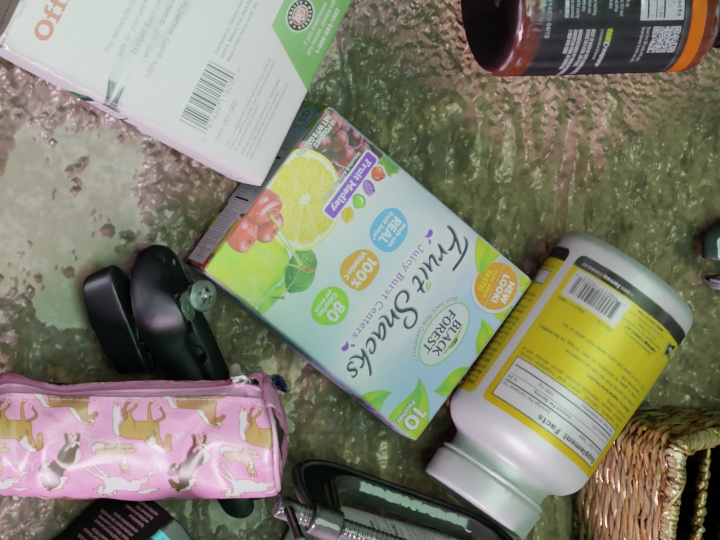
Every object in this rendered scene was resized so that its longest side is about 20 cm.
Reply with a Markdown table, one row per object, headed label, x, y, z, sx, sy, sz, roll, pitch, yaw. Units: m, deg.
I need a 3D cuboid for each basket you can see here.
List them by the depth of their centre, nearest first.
| label | x | y | z | sx | sy | sz | roll | pitch | yaw |
| --- | --- | --- | --- | --- | --- | --- | --- | --- | --- |
| basket | 0.241 | 0.204 | 1.760 | 0.142 | 0.149 | 0.201 | 3 | 95 | -21 |

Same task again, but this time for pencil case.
| label | x | y | z | sx | sy | sz | roll | pitch | yaw |
| --- | --- | --- | --- | --- | --- | --- | --- | --- | --- |
| pencil case | -0.146 | 0.106 | 1.598 | 0.199 | 0.083 | 0.087 | -2 | 83 | 4 |

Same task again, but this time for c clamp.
| label | x | y | z | sx | sy | sz | roll | pitch | yaw |
| --- | --- | --- | --- | --- | --- | --- | --- | --- | --- |
| c clamp | 0.028 | 0.178 | 1.632 | 0.199 | 0.171 | 0.027 | 19 | 103 | -19 |

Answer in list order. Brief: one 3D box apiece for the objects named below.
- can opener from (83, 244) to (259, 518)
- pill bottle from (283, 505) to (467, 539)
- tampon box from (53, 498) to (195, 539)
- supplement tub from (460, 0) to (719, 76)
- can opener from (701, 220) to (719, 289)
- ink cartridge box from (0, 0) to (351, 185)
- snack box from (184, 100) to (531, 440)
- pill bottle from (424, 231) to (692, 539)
| label | x | y | z | sx | sy | sz | roll | pitch | yaw |
| --- | --- | --- | --- | --- | --- | --- | --- | --- | --- |
| can opener | -0.111 | 0.074 | 1.662 | 0.201 | 0.078 | 0.063 | 62 | 36 | -20 |
| pill bottle | 0.045 | 0.237 | 1.706 | 0.199 | 0.114 | 0.115 | 17 | 90 | -22 |
| tampon box | -0.169 | 0.266 | 1.619 | 0.200 | 0.126 | 0.150 | -41 | 109 | -11 |
| supplement tub | 0.177 | -0.188 | 1.708 | 0.199 | 0.107 | 0.107 | -3 | 98 | -21 |
| can opener | 0.344 | -0.015 | 1.823 | 0.199 | 0.053 | 0.067 | -8 | 100 | -21 |
| ink cartridge box | -0.127 | -0.165 | 1.603 | 0.200 | 0.084 | 0.147 | 28 | 86 | -22 |
| snack box | 0.000 | 0.000 | 1.691 | 0.200 | 0.053 | 0.142 | 40 | 83 | -21 |
| pill bottle | 0.135 | 0.083 | 1.722 | 0.112 | 0.112 | 0.200 | 38 | 83 | -21 |
